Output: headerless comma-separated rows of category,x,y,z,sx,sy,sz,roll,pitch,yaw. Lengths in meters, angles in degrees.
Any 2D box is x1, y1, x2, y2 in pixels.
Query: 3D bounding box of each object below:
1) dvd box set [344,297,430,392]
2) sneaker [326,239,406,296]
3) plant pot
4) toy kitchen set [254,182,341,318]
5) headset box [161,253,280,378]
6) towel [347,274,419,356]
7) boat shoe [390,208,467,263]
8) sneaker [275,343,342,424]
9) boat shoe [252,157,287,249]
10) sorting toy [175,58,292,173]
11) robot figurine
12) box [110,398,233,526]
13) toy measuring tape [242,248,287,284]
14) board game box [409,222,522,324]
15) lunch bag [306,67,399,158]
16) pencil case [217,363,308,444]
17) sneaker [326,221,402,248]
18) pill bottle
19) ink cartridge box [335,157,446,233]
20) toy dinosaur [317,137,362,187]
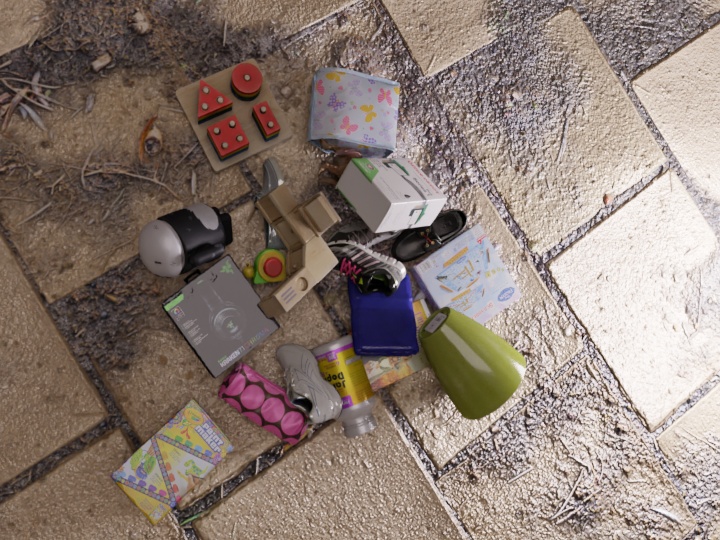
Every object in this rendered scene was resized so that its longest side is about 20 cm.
dvd box set,0.081,0.167,1.560,0.197,0.029,0.149,-22,87,-15
sneaker,0.000,0.000,1.499,0.196,0.074,0.088,19,42,-3
plant pot,0.221,0.180,1.494,0.200,0.187,0.188,46,74,-13
toy kitchen set,-0.146,-0.051,1.391,0.180,0.162,0.201,-44,105,-36
headset box,-0.294,0.090,1.446,0.173,0.093,0.202,-36,93,-16
towel,0.047,0.097,1.517,0.144,0.050,0.203,1,53,-10
boat shoe,0.157,-0.083,1.603,0.199,0.063,0.075,-29,91,-15
sneaker,-0.119,0.229,1.431,0.086,0.075,0.200,-14,49,-41
boat shoe,-0.197,-0.145,1.520,0.070,0.070,0.205,-10,87,-20
sorting toy,-0.276,-0.352,1.533,0.198,0.070,0.201,-28,89,-16
robot figurine,-0.356,-0.062,1.427,0.199,0.149,0.127,-28,92,-41
box,-0.355,0.358,1.337,0.192,0.200,0.122,-42,92,-16
toy measuring tape,-0.160,-0.017,1.512,0.196,0.073,0.075,-9,83,-22
board game box,0.245,0.028,1.616,0.198,0.041,0.202,-31,90,-16
lunch bag,-0.022,-0.351,1.568,0.196,0.127,0.174,7,80,-24
pencil case,-0.195,0.272,1.449,0.198,0.091,0.094,32,111,-9
sneaker,0.017,-0.087,1.540,0.197,0.115,0.076,-26,88,-16
pill bottle,-0.030,0.247,1.482,0.103,0.104,0.204,-19,86,-15
ink cartridge box,0.069,-0.165,1.490,0.198,0.085,0.147,-12,54,-47
toy dinosaur,-0.024,-0.224,1.527,0.132,0.201,0.088,6,67,-1
